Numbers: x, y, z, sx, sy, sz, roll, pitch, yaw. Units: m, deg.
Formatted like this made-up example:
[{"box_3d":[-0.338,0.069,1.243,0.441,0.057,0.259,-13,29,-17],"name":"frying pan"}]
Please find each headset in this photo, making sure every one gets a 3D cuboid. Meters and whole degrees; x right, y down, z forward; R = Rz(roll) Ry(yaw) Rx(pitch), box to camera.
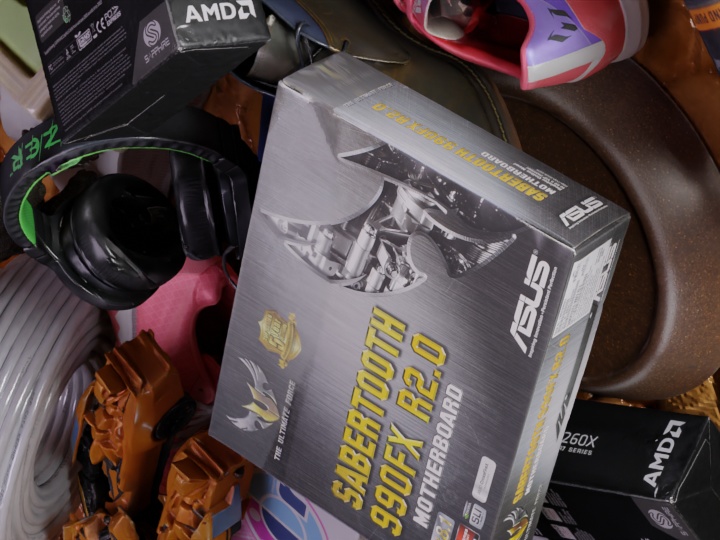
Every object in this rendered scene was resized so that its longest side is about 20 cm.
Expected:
[{"box_3d":[-0.094,-0.014,1.237,0.123,0.200,0.094,-23,59,23],"name":"headset"}]

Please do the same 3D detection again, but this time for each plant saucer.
[{"box_3d":[0.091,-0.021,1.152,0.200,0.034,0.201,33,139,34],"name":"plant saucer"}]

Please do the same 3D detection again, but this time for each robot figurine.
[{"box_3d":[-0.119,0.130,1.391,0.145,0.058,0.200,47,145,21],"name":"robot figurine"}]

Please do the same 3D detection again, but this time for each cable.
[{"box_3d":[-0.196,0.081,1.458,0.069,0.200,0.200,20,116,12],"name":"cable"}]

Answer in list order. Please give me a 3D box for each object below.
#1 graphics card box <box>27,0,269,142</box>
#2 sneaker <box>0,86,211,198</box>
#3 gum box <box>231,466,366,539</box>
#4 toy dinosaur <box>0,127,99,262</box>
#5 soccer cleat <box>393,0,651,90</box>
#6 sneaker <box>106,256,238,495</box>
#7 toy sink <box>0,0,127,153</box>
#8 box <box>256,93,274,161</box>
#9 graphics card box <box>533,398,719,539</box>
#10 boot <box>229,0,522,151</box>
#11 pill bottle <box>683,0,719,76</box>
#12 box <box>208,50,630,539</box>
[{"box_3d":[-0.112,-0.170,1.094,0.125,0.051,0.200,-31,71,54],"name":"graphics card box"},{"box_3d":[-0.149,-0.103,1.357,0.116,0.074,0.200,46,146,12],"name":"sneaker"},{"box_3d":[-0.022,0.116,1.370,0.113,0.066,0.200,39,142,25],"name":"gum box"},{"box_3d":[-0.191,-0.032,1.326,0.077,0.102,0.200,60,156,-16],"name":"toy dinosaur"},{"box_3d":[0.036,-0.137,1.091,0.200,0.073,0.068,33,139,38],"name":"soccer cleat"},{"box_3d":[-0.102,0.063,1.427,0.087,0.074,0.200,30,137,34],"name":"sneaker"},{"box_3d":[-0.165,-0.177,1.235,0.200,0.112,0.130,45,99,21],"name":"toy sink"},{"box_3d":[0.000,0.000,1.254,0.200,0.032,0.121,51,162,16],"name":"box"},{"box_3d":[0.099,0.110,1.167,0.200,0.051,0.126,7,147,42],"name":"graphics card box"},{"box_3d":[-0.005,-0.078,1.123,0.200,0.097,0.075,53,135,40],"name":"boot"},{"box_3d":[0.191,-0.077,0.916,0.106,0.106,0.200,-18,102,55],"name":"pill bottle"},{"box_3d":[0.020,0.026,1.084,0.158,0.048,0.200,31,128,23],"name":"box"}]
